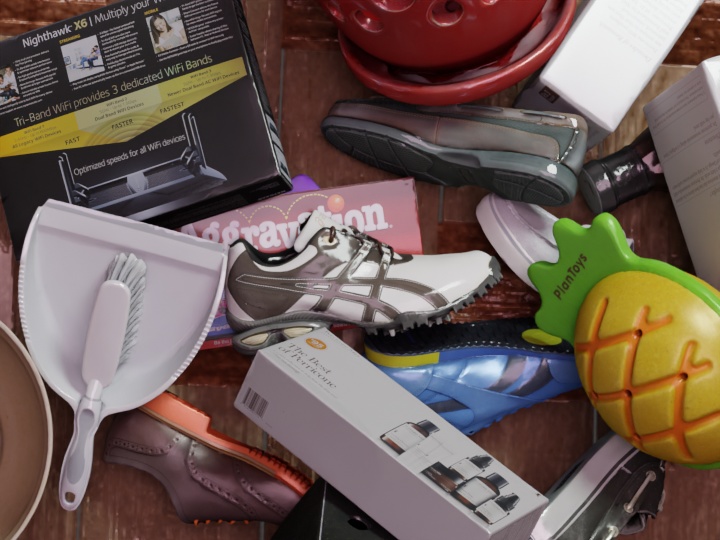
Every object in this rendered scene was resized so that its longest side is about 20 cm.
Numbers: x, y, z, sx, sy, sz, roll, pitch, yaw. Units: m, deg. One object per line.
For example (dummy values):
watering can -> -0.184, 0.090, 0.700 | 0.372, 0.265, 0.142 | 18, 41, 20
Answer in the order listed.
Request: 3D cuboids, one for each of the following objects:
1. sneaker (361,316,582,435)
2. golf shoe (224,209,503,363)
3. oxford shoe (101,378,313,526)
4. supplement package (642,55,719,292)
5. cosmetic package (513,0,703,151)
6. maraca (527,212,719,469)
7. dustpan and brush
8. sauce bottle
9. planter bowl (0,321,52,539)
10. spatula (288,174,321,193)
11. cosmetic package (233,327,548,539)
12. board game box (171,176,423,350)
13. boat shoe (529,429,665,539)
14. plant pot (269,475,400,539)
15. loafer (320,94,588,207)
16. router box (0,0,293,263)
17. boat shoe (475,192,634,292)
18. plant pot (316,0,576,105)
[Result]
sneaker -> 0.093, 0.081, 1.367 | 0.198, 0.066, 0.079 | -3, 110, -12
golf shoe -> 0.000, 0.000, 1.316 | 0.198, 0.078, 0.096 | -13, 97, -5
oxford shoe -> -0.090, 0.156, 1.331 | 0.199, 0.071, 0.073 | 30, 85, 8
supplement package -> 0.294, -0.047, 1.296 | 0.116, 0.117, 0.202 | -15, 83, -16
cosmetic package -> 0.201, -0.190, 1.382 | 0.074, 0.102, 0.201 | 34, 82, -2
maraca -> 0.194, 0.049, 1.279 | 0.200, 0.138, 0.107 | 45, 42, 18
dustpan and brush -> -0.178, 0.067, 1.289 | 0.138, 0.057, 0.202 | 14, 112, -2
sauce bottle -> 0.257, -0.098, 1.396 | 0.198, 0.066, 0.067 | -25, 87, -10
planter bowl -> -0.306, 0.115, 1.273 | 0.198, 0.135, 0.203 | 1, 84, -7
spatula -> -0.085, -0.087, 1.372 | 0.056, 0.021, 0.200 | -40, 97, -7
cosmetic package -> 0.019, 0.117, 1.222 | 0.199, 0.082, 0.051 | 36, 115, 22
board game box -> -0.052, -0.004, 1.360 | 0.197, 0.019, 0.104 | -8, 94, -4
boat shoe -> 0.179, 0.158, 1.334 | 0.064, 0.071, 0.200 | 48, 56, 3
plant pot -> 0.012, 0.250, 1.234 | 0.197, 0.200, 0.179 | 19, 111, -4
loafer -> 0.070, -0.098, 1.355 | 0.198, 0.072, 0.063 | 15, 71, 22
router box -> -0.163, -0.105, 1.325 | 0.198, 0.052, 0.159 | -17, 78, 5
boat shoe -> 0.174, 0.001, 1.355 | 0.200, 0.072, 0.069 | 44, 119, 10
plant pot -> 0.049, -0.231, 1.306 | 0.198, 0.183, 0.202 | -9, 46, 9
